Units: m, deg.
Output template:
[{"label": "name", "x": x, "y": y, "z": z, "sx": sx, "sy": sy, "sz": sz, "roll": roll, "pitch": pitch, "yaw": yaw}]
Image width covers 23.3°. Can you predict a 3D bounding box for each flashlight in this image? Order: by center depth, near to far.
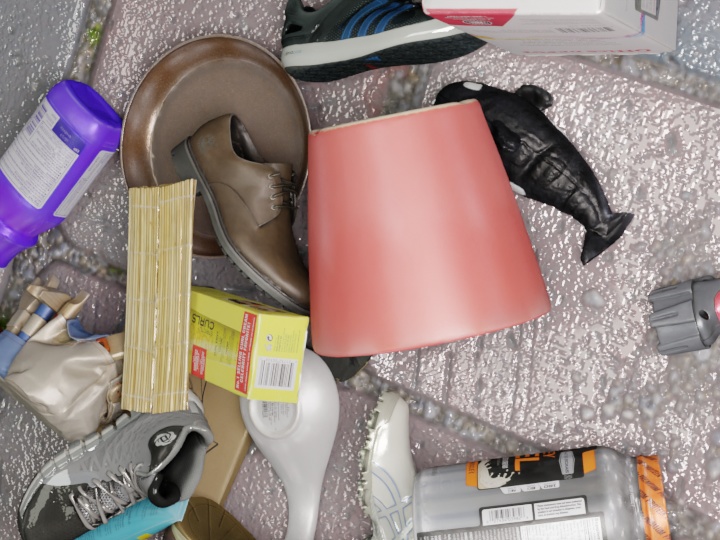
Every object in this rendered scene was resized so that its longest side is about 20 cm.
[{"label": "flashlight", "x": 0.324, "y": 0.024, "z": 1.352, "sx": 0.198, "sy": 0.068, "sz": 0.069, "roll": -16, "pitch": 86, "yaw": 23}]

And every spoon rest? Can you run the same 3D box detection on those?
[{"label": "spoon rest", "x": -0.064, "y": 0.166, "z": 1.536, "sx": 0.098, "sy": 0.060, "sz": 0.202, "roll": 2, "pitch": 90, "yaw": 27}]

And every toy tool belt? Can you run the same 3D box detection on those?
[{"label": "toy tool belt", "x": -0.284, "y": 0.067, "z": 1.616, "sx": 0.199, "sy": 0.125, "sz": 0.123, "roll": 30, "pitch": 70, "yaw": 40}]

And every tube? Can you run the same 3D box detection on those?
[{"label": "tube", "x": -0.218, "y": 0.228, "z": 1.586, "sx": 0.199, "sy": 0.050, "sz": 0.078, "roll": -31, "pitch": 36, "yaw": 36}]

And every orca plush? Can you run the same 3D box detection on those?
[{"label": "orca plush", "x": 0.128, "y": -0.087, "z": 1.440, "sx": 0.105, "sy": 0.071, "sz": 0.201, "roll": -39, "pitch": 75, "yaw": 20}]

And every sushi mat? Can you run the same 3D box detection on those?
[{"label": "sushi mat", "x": -0.176, "y": 0.023, "z": 1.519, "sx": 0.095, "sy": 0.012, "sz": 0.202, "roll": -1, "pitch": 86, "yaw": 46}]

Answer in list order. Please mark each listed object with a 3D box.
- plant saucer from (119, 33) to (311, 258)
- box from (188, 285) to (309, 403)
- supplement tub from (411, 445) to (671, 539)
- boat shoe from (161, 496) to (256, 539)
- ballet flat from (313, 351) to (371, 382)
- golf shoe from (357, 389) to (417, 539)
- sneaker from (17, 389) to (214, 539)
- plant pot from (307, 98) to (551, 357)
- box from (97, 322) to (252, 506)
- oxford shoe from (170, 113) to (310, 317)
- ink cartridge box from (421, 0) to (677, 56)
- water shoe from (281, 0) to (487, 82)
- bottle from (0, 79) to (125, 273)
[{"label": "plant saucer", "x": -0.127, "y": -0.112, "z": 1.582, "sx": 0.198, "sy": 0.032, "sz": 0.203, "roll": 0, "pitch": 91, "yaw": 25}, {"label": "box", "x": -0.111, "y": 0.060, "z": 1.482, "sx": 0.200, "sy": 0.050, "sz": 0.076, "roll": 16, "pitch": 98, "yaw": 61}, {"label": "supplement tub", "x": 0.146, "y": 0.207, "z": 1.391, "sx": 0.198, "sy": 0.123, "sz": 0.124, "roll": -8, "pitch": 87, "yaw": 7}, {"label": "boat shoe", "x": -0.098, "y": 0.291, "z": 1.554, "sx": 0.200, "sy": 0.073, "sz": 0.065, "roll": 49, "pitch": 135, "yaw": 8}, {"label": "ballet flat", "x": 0.000, "y": 0.000, "z": 1.522, "sx": 0.066, "sy": 0.057, "sz": 0.202, "roll": 11, "pitch": 101, "yaw": 1}, {"label": "golf shoe", "x": 0.043, "y": 0.202, "z": 1.492, "sx": 0.096, "sy": 0.078, "sz": 0.202, "roll": 3, "pitch": 97, "yaw": 8}, {"label": "sneaker", "x": -0.210, "y": 0.187, "z": 1.518, "sx": 0.200, "sy": 0.075, "sz": 0.115, "roll": -41, "pitch": 30, "yaw": -4}, {"label": "plant pot", "x": 0.041, "y": -0.037, "z": 1.400, "sx": 0.199, "sy": 0.200, "sz": 0.179, "roll": -9, "pitch": 95, "yaw": 25}, {"label": "box", "x": -0.169, "y": 0.126, "z": 1.607, "sx": 0.163, "sy": 0.021, "sz": 0.202, "roll": 29, "pitch": 101, "yaw": 23}, {"label": "oxford shoe", "x": -0.085, "y": -0.051, "z": 1.507, "sx": 0.084, "sy": 0.073, "sz": 0.201, "roll": -37, "pitch": 75, "yaw": 18}, {"label": "ink cartridge box", "x": 0.152, "y": -0.223, "z": 1.358, "sx": 0.146, "sy": 0.200, "sz": 0.087, "roll": 3, "pitch": 91, "yaw": 25}, {"label": "water shoe", "x": 0.019, "y": -0.217, "z": 1.492, "sx": 0.198, "sy": 0.071, "sz": 0.080, "roll": -8, "pitch": 79, "yaw": 21}, {"label": "bottle", "x": -0.306, "y": -0.082, "z": 1.646, "sx": 0.084, "sy": 0.065, "sz": 0.200, "roll": 46, "pitch": 108, "yaw": 23}]
